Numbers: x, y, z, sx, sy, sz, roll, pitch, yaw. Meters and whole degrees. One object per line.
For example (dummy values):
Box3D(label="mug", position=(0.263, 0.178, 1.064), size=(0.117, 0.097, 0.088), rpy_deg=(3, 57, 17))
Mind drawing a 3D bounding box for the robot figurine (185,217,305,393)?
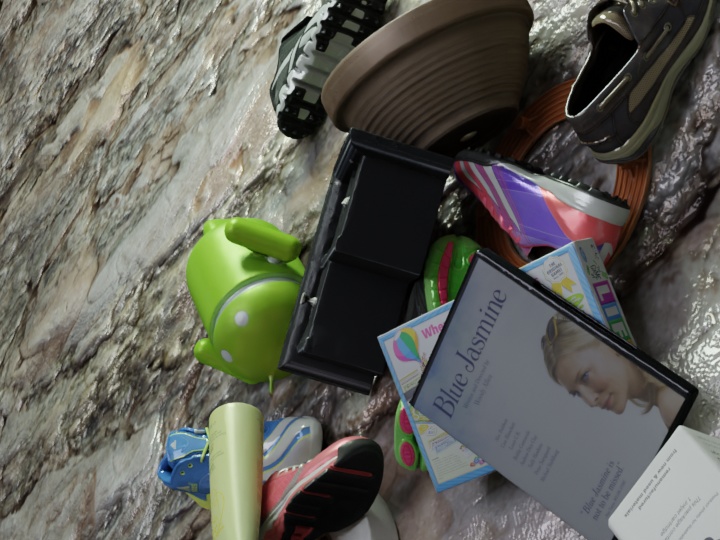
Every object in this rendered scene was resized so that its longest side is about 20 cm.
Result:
Box3D(label="robot figurine", position=(-0.105, 0.028, 1.449), size=(0.201, 0.115, 0.177), rpy_deg=(60, 139, 47))

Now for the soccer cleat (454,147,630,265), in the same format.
Box3D(label="soccer cleat", position=(0.133, -0.048, 1.173), size=(0.199, 0.068, 0.074), rpy_deg=(27, 100, 53))

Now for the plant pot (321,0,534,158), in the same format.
Box3D(label="plant pot", position=(0.073, -0.155, 1.259), size=(0.200, 0.200, 0.093), rpy_deg=(-38, 73, 38))

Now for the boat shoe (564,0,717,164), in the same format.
Box3D(label="boat shoe", position=(0.218, -0.184, 1.133), size=(0.074, 0.073, 0.202), rpy_deg=(4, 69, 52))

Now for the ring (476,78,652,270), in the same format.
Box3D(label="ring", position=(0.162, -0.068, 1.214), size=(0.200, 0.019, 0.203), rpy_deg=(-28, 53, 44))

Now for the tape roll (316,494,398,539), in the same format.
Box3D(label="tape roll", position=(-0.040, 0.282, 1.304), size=(0.202, 0.037, 0.205), rpy_deg=(-30, 50, 44))

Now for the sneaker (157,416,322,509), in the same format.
Box3D(label="sneaker", position=(-0.126, 0.185, 1.410), size=(0.199, 0.104, 0.076), rpy_deg=(-33, 49, 42))

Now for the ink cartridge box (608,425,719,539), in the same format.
Box3D(label="ink cartridge box", position=(0.258, 0.196, 0.837), size=(0.085, 0.144, 0.200), rpy_deg=(-57, 37, 18))

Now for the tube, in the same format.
Box3D(label="tube", position=(-0.108, 0.207, 1.252), size=(0.051, 0.058, 0.201), rpy_deg=(-19, 46, 16))

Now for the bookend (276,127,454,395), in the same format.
Box3D(label="bookend", position=(0.000, 0.000, 1.264), size=(0.199, 0.091, 0.202), rpy_deg=(139, 147, -84))

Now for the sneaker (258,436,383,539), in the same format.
Box3D(label="sneaker", position=(-0.057, 0.197, 1.274), size=(0.200, 0.073, 0.087), rpy_deg=(-49, 38, 28))

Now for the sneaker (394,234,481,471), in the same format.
Box3D(label="sneaker", position=(0.071, 0.072, 1.240), size=(0.084, 0.076, 0.202), rpy_deg=(153, 130, -83))

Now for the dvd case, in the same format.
Box3D(label="dvd case", position=(0.137, 0.094, 1.074), size=(0.199, 0.017, 0.144), rpy_deg=(35, 116, 29))

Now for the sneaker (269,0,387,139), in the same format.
Box3D(label="sneaker", position=(-0.043, -0.244, 1.542), size=(0.201, 0.066, 0.091), rpy_deg=(-59, 38, 20))

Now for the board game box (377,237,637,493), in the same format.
Box3D(label="board game box", position=(0.117, 0.076, 1.120), size=(0.199, 0.034, 0.136), rpy_deg=(-27, 80, 36))
